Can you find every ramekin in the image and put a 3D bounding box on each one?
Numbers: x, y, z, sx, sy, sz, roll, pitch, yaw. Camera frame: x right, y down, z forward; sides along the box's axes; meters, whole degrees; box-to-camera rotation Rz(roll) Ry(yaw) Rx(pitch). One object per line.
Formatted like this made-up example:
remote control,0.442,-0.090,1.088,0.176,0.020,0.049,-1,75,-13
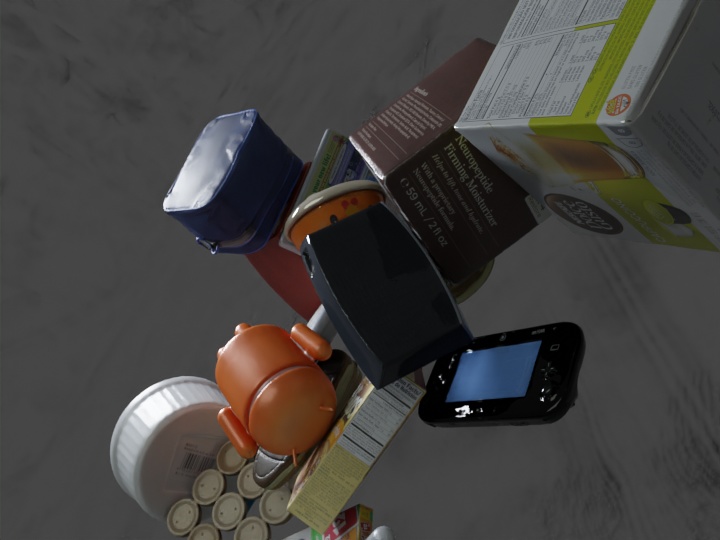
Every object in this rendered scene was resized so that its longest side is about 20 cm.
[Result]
ramekin,-0.251,0.266,0.958,0.097,0.200,0.202,16,75,56

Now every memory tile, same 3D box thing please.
memory tile,-0.157,0.303,0.883,0.153,0.017,0.200,31,72,34

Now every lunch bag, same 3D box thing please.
lunch bag,-0.180,-0.115,0.966,0.135,0.132,0.202,4,63,43

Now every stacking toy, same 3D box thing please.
stacking toy,0.000,0.000,0.841,0.146,0.145,0.202,-36,71,37

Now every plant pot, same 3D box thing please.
plant pot,-0.069,-0.055,1.050,0.199,0.175,0.202,-16,47,54

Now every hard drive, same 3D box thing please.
hard drive,0.024,0.016,0.726,0.134,0.043,0.201,-24,59,-12

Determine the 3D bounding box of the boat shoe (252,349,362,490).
boat shoe,-0.059,0.206,0.868,0.071,0.076,0.201,23,72,47

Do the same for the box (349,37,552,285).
box,0.122,-0.129,0.759,0.199,0.166,0.165,-36,29,5

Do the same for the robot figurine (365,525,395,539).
robot figurine,-0.013,0.316,0.591,0.201,0.112,0.170,-60,2,46

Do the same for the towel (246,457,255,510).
towel,-0.135,0.256,1.008,0.201,0.022,0.147,-52,27,11

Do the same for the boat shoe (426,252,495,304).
boat shoe,0.085,0.006,0.844,0.200,0.063,0.074,-20,45,52

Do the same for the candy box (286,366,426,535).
candy box,-0.002,0.189,0.764,0.201,0.055,0.115,-56,1,6

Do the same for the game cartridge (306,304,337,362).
game cartridge,-0.063,0.092,0.951,0.134,0.041,0.200,-54,1,-32

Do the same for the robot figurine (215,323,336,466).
robot figurine,-0.105,0.146,0.809,0.143,0.118,0.200,-22,37,-25

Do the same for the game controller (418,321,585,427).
game controller,0.138,0.108,0.668,0.199,0.042,0.105,-19,46,51

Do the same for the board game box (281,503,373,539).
board game box,-0.059,0.351,0.770,0.200,0.030,0.096,-41,31,36

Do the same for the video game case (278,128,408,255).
video game case,-0.003,-0.087,0.968,0.202,0.180,0.022,-70,10,-23

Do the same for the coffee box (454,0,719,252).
coffee box,0.244,-0.155,0.576,0.197,0.199,0.202,17,77,59
